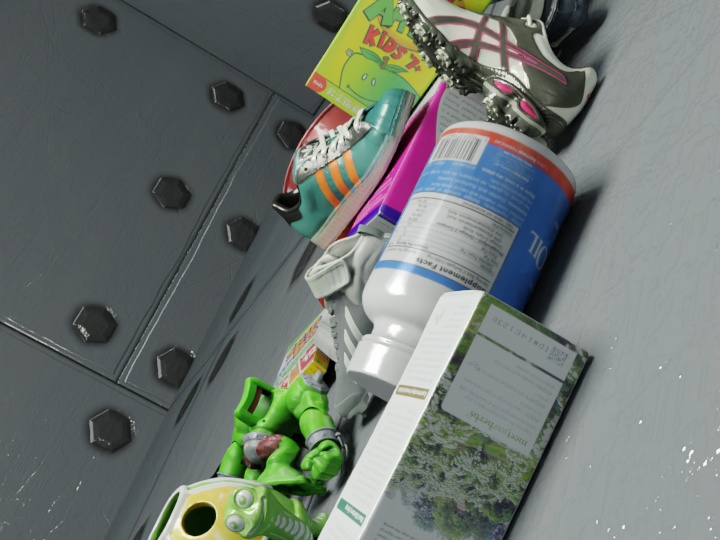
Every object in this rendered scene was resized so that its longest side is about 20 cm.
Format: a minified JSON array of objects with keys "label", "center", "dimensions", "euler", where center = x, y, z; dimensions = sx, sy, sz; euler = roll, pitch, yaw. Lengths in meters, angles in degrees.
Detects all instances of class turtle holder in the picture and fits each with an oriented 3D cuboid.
[{"label":"turtle holder","center":[-0.113,0.249,0.874],"dimensions":[0.141,0.132,0.185],"euler":[-62,10,-10]}]

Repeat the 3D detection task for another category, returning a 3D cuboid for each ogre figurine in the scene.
[{"label":"ogre figurine","center":[-0.084,0.173,1.006],"dimensions":[0.200,0.098,0.120],"euler":[126,154,-54]}]

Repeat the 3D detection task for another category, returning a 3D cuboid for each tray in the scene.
[{"label":"tray","center":[-0.001,0.049,1.076],"dimensions":[0.107,0.022,0.200],"euler":[-37,8,-7]}]

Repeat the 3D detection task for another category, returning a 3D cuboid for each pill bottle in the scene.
[{"label":"pill bottle","center":[0.069,0.003,0.728],"dimensions":[0.200,0.112,0.112],"euler":[-63,11,-14]}]

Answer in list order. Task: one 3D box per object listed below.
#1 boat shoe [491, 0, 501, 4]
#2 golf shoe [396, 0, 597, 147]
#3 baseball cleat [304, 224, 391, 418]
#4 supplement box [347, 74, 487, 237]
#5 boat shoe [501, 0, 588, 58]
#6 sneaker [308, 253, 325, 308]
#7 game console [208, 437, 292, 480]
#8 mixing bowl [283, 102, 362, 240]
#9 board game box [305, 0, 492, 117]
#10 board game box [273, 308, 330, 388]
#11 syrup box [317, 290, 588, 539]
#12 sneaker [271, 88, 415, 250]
[{"label":"boat shoe","center":[0.154,-0.322,1.001],"dimensions":[0.200,0.091,0.071],"euler":[-21,3,-28]},{"label":"golf shoe","center":[0.112,-0.190,0.874],"dimensions":[0.088,0.200,0.077],"euler":[-42,-16,-3]},{"label":"baseball cleat","center":[-0.009,0.044,0.925],"dimensions":[0.070,0.106,0.200],"euler":[-67,-1,-62]},{"label":"supplement box","center":[0.084,-0.100,0.964],"dimensions":[0.200,0.101,0.103],"euler":[-63,10,-19]},{"label":"boat shoe","center":[0.173,-0.239,1.009],"dimensions":[0.200,0.062,0.075],"euler":[133,147,-80]},{"label":"sneaker","center":[0.000,0.000,1.033],"dimensions":[0.077,0.073,0.200],"euler":[-27,9,-13]},{"label":"game console","center":[-0.117,0.269,1.160],"dimensions":[0.172,0.119,0.200],"euler":[-24,-22,-50]},{"label":"mixing bowl","center":[0.024,-0.094,1.101],"dimensions":[0.200,0.108,0.200],"euler":[-34,-33,-26]},{"label":"board game box","center":[0.040,-0.229,0.957],"dimensions":[0.200,0.101,0.048],"euler":[-51,10,41]},{"label":"board game box","center":[-0.067,0.107,1.266],"dimensions":[0.096,0.030,0.200],"euler":[-47,7,19]},{"label":"syrup box","center":[0.049,0.118,0.602],"dimensions":[0.200,0.079,0.081],"euler":[-62,11,-9]},{"label":"sneaker","center":[-0.021,-0.105,0.968],"dimensions":[0.200,0.080,0.071],"euler":[-54,11,38]}]
